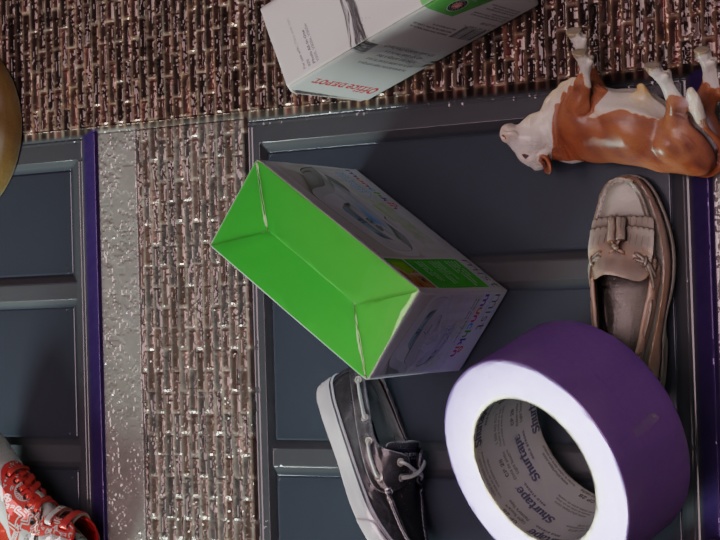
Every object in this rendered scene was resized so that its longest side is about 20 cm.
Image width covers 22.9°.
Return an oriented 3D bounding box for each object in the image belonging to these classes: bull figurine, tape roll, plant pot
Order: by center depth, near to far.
[{"bbox_3d":[0.169,0.149,1.469,0.199,0.085,0.202,27,130,37],"label":"tape roll"},{"bbox_3d":[0.213,-0.132,1.495,0.198,0.065,0.123,9,126,24],"label":"bull figurine"},{"bbox_3d":[-0.450,-0.152,1.926,0.198,0.027,0.203,0,90,32],"label":"plant pot"}]

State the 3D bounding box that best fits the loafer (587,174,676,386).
[{"bbox_3d":[0.224,0.019,1.497,0.071,0.063,0.203,-3,88,31],"label":"loafer"}]

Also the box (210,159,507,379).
[{"bbox_3d":[0.000,0.000,1.567,0.200,0.176,0.097,39,109,25],"label":"box"}]

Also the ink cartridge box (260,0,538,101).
[{"bbox_3d":[0.033,-0.233,1.566,0.199,0.145,0.085,-27,77,28],"label":"ink cartridge box"}]

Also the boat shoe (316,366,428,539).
[{"bbox_3d":[0.027,0.178,1.616,0.068,0.071,0.202,-33,66,28],"label":"boat shoe"}]

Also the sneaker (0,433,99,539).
[{"bbox_3d":[-0.330,0.245,1.829,0.107,0.067,0.204,-21,82,28],"label":"sneaker"}]
